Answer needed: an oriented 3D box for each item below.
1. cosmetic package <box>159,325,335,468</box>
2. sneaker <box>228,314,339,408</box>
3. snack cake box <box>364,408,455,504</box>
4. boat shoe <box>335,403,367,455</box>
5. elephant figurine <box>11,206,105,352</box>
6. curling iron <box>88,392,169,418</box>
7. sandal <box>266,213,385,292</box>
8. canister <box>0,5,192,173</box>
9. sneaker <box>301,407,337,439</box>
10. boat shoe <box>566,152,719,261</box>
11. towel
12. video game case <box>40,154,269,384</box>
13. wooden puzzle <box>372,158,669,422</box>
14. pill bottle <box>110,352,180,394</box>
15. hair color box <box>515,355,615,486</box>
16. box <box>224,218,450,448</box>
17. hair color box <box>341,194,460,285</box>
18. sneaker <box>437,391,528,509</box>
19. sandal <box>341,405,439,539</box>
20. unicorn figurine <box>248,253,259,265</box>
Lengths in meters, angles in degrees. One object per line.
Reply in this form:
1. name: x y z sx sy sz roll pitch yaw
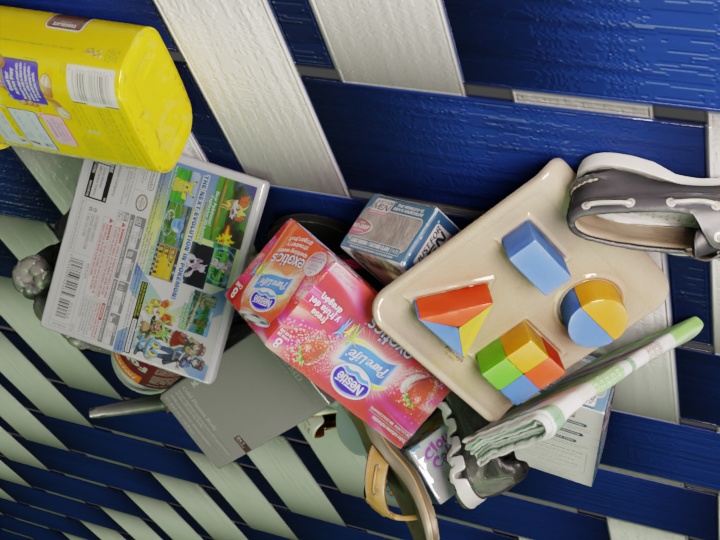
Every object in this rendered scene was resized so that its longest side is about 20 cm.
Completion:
1. cosmetic package: -0.099 0.111 1.249 0.107 0.090 0.200 51 133 -4
2. sneaker: -0.072 0.125 1.383 0.199 0.115 0.076 25 113 1
3. snack cake box: 0.086 0.195 1.345 0.067 0.115 0.200 59 163 1
4. boat shoe: 0.042 0.126 1.341 0.075 0.086 0.203 49 137 21
5. elephant figurine: -0.250 -0.023 1.273 0.155 0.200 0.141 42 180 23
6. curling iron: -0.224 0.157 1.468 0.198 0.026 0.050 -11 170 -11
7. sandal: 0.000 0.000 1.190 0.199 0.045 0.075 23 154 0
8. canister: -0.258 -0.158 1.054 0.198 0.087 0.149 11 152 18
9. sneaker: -0.071 0.150 1.479 0.198 0.085 0.073 17 155 14
10. boat shoe: 0.252 -0.037 0.912 0.198 0.061 0.074 14 147 13
11. towel: 0.200 0.109 1.096 0.031 0.199 0.149 62 151 4
12. video game case: -0.197 -0.015 1.171 0.181 0.202 0.022 18 -174 9
13. wooden puzzle: 0.138 0.030 1.011 0.200 0.046 0.185 -39 123 15
14. pill bottle: -0.225 0.072 1.418 0.114 0.115 0.200 27 152 -10
15. hair color box: 0.211 0.151 1.290 0.099 0.061 0.200 16 153 15
16. box: -0.012 0.058 1.095 0.200 0.096 0.100 41 -179 -37
17. hair color box: 0.085 0.019 1.098 0.200 0.061 0.100 42 166 -32
18. sneaker: 0.119 0.127 1.212 0.090 0.202 0.066 -20 162 27
19. sandal: 0.020 0.210 1.266 0.201 0.054 0.081 59 162 23
20. unicorn figurine: -0.046 0.048 1.277 0.199 0.074 0.138 26 143 6
